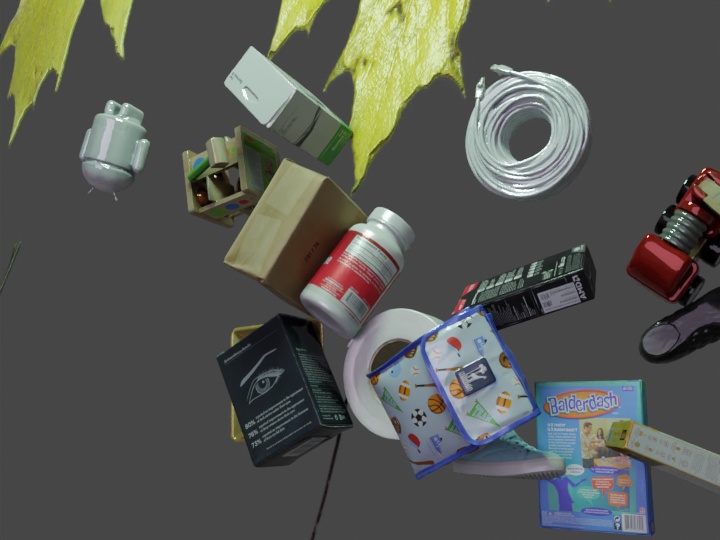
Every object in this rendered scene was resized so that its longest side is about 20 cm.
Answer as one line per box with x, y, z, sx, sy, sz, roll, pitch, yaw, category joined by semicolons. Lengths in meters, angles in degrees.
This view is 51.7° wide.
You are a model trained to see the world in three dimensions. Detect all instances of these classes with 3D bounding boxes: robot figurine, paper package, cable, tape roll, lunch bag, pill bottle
-0.522;-0.253;1.577;0.167;0.113;0.204;12;86;24;robot figurine
-0.098;-0.049;1.237;0.103;0.190;0.202;25;81;34;paper package
0.259;-0.206;1.156;0.197;0.069;0.204;18;90;30;cable
0.072;0.165;1.184;0.199;0.070;0.207;-6;78;28;tape roll
0.129;0.165;1.022;0.199;0.123;0.172;-36;74;32;lunch bag
0.000;0.000;1.210;0.111;0.113;0.201;28;72;30;pill bottle

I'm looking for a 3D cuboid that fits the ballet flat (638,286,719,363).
0.468;0.067;1.000;0.197;0.057;0.067;-26;69;16;ballet flat

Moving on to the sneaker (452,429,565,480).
0.205;0.253;1.062;0.198;0.073;0.084;-14;67;49;sneaker

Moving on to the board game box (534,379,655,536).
0.324;0.257;1.038;0.150;0.045;0.204;-5;78;29;board game box

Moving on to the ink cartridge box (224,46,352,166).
-0.123;-0.285;1.309;0.084;0.199;0.146;-49;62;10;ink cartridge box

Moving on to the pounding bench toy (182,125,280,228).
-0.260;-0.175;1.364;0.154;0.199;0.127;-17;72;24;pounding bench toy

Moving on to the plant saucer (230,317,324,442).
-0.137;0.195;1.308;0.197;0.048;0.204;-9;76;27;plant saucer

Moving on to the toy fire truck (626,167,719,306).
0.429;-0.047;0.950;0.128;0.199;0.177;39;99;30;toy fire truck

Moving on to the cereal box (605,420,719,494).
0.410;0.238;0.908;0.197;0.144;0.040;21;81;13;cereal box

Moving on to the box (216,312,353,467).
-0.125;0.196;1.214;0.147;0.104;0.203;-32;66;20;box

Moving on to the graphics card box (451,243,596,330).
0.241;0.031;1.083;0.197;0.125;0.052;-23;99;23;graphics card box
